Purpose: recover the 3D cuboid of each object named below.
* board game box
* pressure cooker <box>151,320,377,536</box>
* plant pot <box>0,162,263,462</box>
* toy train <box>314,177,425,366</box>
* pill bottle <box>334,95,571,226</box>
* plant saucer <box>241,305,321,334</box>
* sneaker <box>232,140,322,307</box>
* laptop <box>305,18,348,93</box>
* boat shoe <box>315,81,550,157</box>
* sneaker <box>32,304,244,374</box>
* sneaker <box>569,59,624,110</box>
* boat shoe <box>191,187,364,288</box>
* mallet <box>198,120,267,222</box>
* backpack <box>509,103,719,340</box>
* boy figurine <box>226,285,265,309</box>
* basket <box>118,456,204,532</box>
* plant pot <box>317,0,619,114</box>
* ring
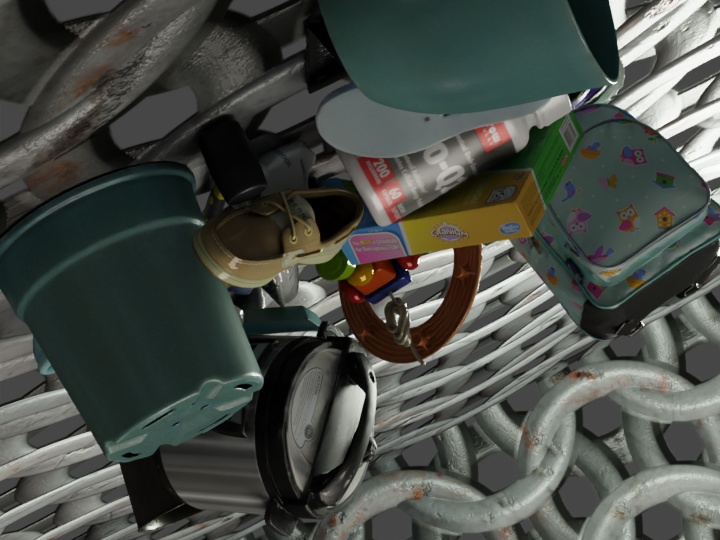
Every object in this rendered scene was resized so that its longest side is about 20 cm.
[{"bbox_3d":[0.090,-0.079,1.552,0.200,0.040,0.153,-10,-146,36],"label":"board game box"},{"bbox_3d":[-0.077,0.144,1.594,0.200,0.176,0.179,1,-165,31],"label":"pressure cooker"},{"bbox_3d":[-0.190,0.044,1.435,0.200,0.196,0.200,-26,165,-7],"label":"plant pot"},{"bbox_3d":[0.000,0.000,1.637,0.085,0.200,0.116,-32,160,24],"label":"toy train"},{"bbox_3d":[0.077,-0.134,1.486,0.200,0.114,0.114,-29,166,3],"label":"pill bottle"},{"bbox_3d":[-0.139,0.053,1.657,0.199,0.019,0.070,-6,169,12],"label":"plant saucer"},{"bbox_3d":[-0.068,-0.039,1.561,0.087,0.075,0.200,-32,151,-20],"label":"sneaker"},{"bbox_3d":[0.056,-0.178,1.318,0.177,0.103,0.200,-26,165,-9],"label":"laptop"},{"bbox_3d":[0.063,-0.153,1.392,0.200,0.091,0.071,-11,123,9],"label":"boat shoe"},{"bbox_3d":[-0.206,0.069,1.562,0.199,0.082,0.074,-2,162,8],"label":"sneaker"},{"bbox_3d":[0.157,-0.161,1.654,0.200,0.070,0.099,-39,156,22],"label":"sneaker"},{"bbox_3d":[-0.066,-0.038,1.424,0.066,0.074,0.200,-44,169,29],"label":"boat shoe"},{"bbox_3d":[-0.125,-0.080,1.467,0.041,0.066,0.200,-23,179,-16],"label":"mallet"},{"bbox_3d":[0.231,-0.060,1.609,0.176,0.200,0.153,-34,150,-10],"label":"backpack"},{"bbox_3d":[-0.147,0.009,1.658,0.124,0.065,0.200,-20,169,5],"label":"boy figurine"},{"bbox_3d":[-0.195,0.150,1.764,0.180,0.200,0.136,-15,165,-43],"label":"basket"},{"bbox_3d":[0.063,-0.194,1.113,0.161,0.201,0.201,-18,169,18],"label":"plant pot"},{"bbox_3d":[0.044,-0.006,1.705,0.019,0.201,0.200,8,143,-45],"label":"ring"}]
